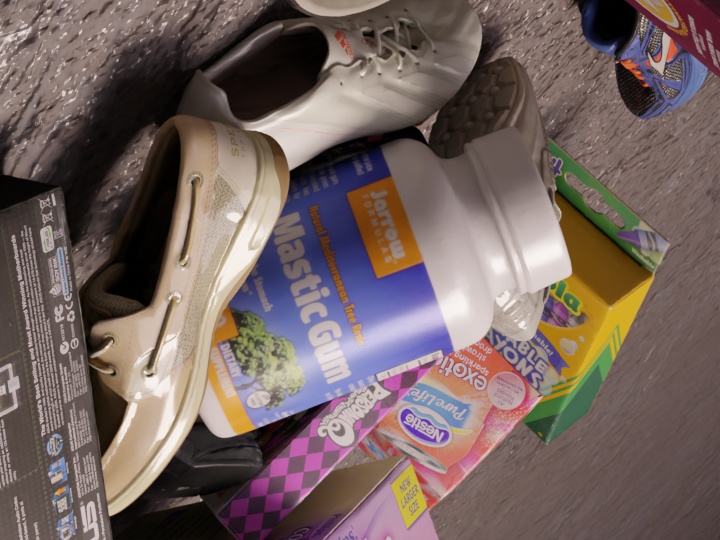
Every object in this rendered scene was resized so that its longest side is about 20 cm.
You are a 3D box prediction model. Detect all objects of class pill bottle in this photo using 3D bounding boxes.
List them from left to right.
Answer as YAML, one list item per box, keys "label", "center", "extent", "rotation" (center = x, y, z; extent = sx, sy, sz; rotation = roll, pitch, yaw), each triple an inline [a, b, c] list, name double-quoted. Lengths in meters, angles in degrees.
- label: "pill bottle"
  center: [0.000, 0.000, 1.088]
  extent: [0.199, 0.112, 0.112]
  rotation: [-21, 160, 1]

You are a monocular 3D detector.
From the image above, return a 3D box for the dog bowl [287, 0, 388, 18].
- label: "dog bowl"
  center: [0.015, -0.206, 0.888]
  extent: [0.200, 0.074, 0.200]
  rotation: [-42, 161, -18]

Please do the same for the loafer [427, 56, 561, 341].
- label: "loafer"
  center: [0.078, -0.043, 1.222]
  extent: [0.070, 0.070, 0.200]
  rotation: [-23, -142, 29]

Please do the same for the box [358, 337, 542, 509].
- label: "box"
  center: [0.046, 0.091, 1.445]
  extent: [0.095, 0.103, 0.200]
  rotation: [-44, 175, -7]

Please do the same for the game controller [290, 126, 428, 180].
- label: "game controller"
  center: [-0.029, -0.028, 1.219]
  extent: [0.200, 0.042, 0.105]
  rotation: [-18, 132, -56]

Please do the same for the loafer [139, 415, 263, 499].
- label: "loafer"
  center: [-0.141, 0.079, 1.137]
  extent: [0.073, 0.073, 0.200]
  rotation: [-29, 156, 35]

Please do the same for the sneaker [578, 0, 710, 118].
- label: "sneaker"
  center: [0.171, -0.158, 1.344]
  extent: [0.078, 0.075, 0.200]
  rotation: [-33, 150, -12]

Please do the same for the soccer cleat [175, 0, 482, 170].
- label: "soccer cleat"
  center: [-0.009, -0.099, 1.063]
  extent: [0.200, 0.069, 0.078]
  rotation: [-31, 153, -33]

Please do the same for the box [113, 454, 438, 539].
- label: "box"
  center: [-0.072, 0.202, 1.278]
  extent: [0.199, 0.097, 0.176]
  rotation: [-16, -171, 25]

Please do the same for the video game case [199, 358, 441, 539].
- label: "video game case"
  center: [-0.022, 0.070, 1.289]
  extent: [0.200, 0.036, 0.181]
  rotation: [-45, -167, -6]

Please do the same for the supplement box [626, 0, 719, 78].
- label: "supplement box"
  center: [0.207, -0.173, 1.173]
  extent: [0.103, 0.200, 0.131]
  rotation: [-47, 160, -1]

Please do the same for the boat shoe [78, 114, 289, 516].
- label: "boat shoe"
  center: [-0.103, 0.021, 0.993]
  extent: [0.065, 0.072, 0.201]
  rotation: [14, 110, -39]

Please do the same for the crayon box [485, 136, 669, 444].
- label: "crayon box"
  center: [0.124, 0.014, 1.479]
  extent: [0.052, 0.126, 0.200]
  rotation: [-33, 156, -33]

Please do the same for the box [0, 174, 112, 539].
- label: "box"
  center: [-0.194, 0.082, 0.909]
  extent: [0.193, 0.047, 0.201]
  rotation: [-27, 120, -43]
